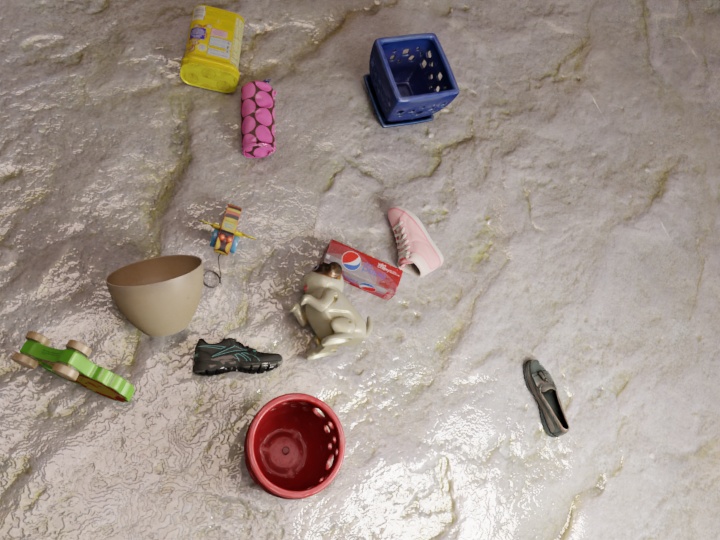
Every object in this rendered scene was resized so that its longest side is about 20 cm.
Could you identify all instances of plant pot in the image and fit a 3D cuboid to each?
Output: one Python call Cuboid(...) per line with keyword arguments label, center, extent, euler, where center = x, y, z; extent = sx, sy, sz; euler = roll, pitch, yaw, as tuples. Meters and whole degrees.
Cuboid(label="plant pot", center=(0.125, -0.508, 1.777), extent=(0.198, 0.180, 0.202), euler=(-14, 75, -23))
Cuboid(label="plant pot", center=(-0.148, 0.368, 1.336), extent=(0.198, 0.183, 0.203), euler=(7, 67, -17))
Cuboid(label="plant pot", center=(-0.424, 0.061, 1.380), extent=(0.198, 0.200, 0.136), euler=(-15, 111, -23))

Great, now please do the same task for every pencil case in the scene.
Cuboid(label="pencil case", center=(-0.257, -0.383, 1.653), extent=(0.093, 0.091, 0.203), euler=(9, 68, -30))

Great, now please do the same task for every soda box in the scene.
Cuboid(label="soda box", center=(0.000, 0.000, 1.599), extent=(0.198, 0.063, 0.071), euler=(24, 64, -9))

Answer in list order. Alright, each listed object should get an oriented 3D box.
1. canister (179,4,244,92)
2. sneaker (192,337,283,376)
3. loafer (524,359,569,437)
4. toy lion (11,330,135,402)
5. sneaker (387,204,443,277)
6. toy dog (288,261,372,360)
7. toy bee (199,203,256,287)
Cuboid(label="canister", center=(-0.381, -0.579, 1.686), extent=(0.147, 0.087, 0.203), euler=(9, 65, -15))
Cuboid(label="sneaker", center=(-0.268, 0.186, 1.429), extent=(0.197, 0.075, 0.080), euler=(1, 66, -19))
Cuboid(label="loafer", center=(0.478, 0.316, 1.637), extent=(0.071, 0.063, 0.202), euler=(-11, 73, -22))
Cuboid(label="toy lion", center=(-0.553, 0.203, 1.284), extent=(0.198, 0.192, 0.069), euler=(7, 59, 28))
Cuboid(label="sneaker", center=(0.120, -0.070, 1.660), extent=(0.104, 0.075, 0.201), euler=(-37, 88, -32))
Cuboid(label="toy dog", center=(-0.068, 0.079, 1.505), extent=(0.192, 0.140, 0.202), euler=(-13, 72, -23))
Cuboid(label="toy bee", center=(-0.304, -0.075, 1.501), extent=(0.129, 0.109, 0.203), euler=(-2, 70, -21))
